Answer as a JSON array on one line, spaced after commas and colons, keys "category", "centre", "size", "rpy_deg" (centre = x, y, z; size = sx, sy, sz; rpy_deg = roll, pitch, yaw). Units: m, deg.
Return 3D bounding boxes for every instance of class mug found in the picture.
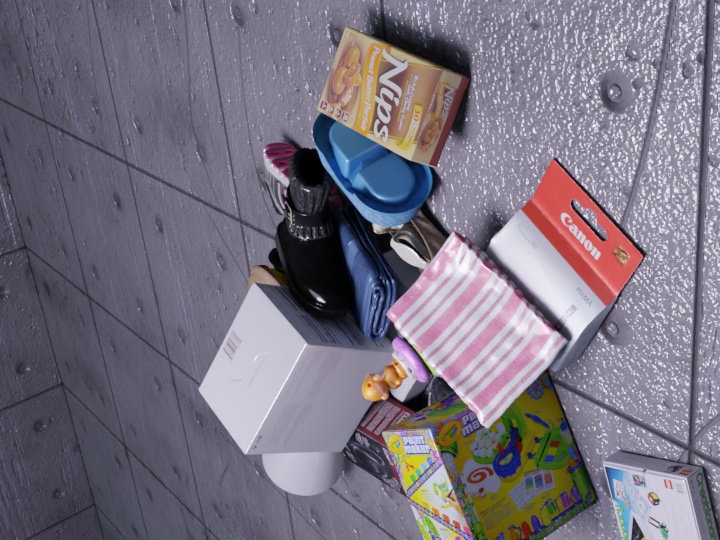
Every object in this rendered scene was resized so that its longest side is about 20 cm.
[{"category": "mug", "centre": [-0.102, 0.276, 1.786], "size": [0.187, 0.148, 0.155], "rpy_deg": [47, 144, 28]}]

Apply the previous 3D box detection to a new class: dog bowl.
[{"category": "dog bowl", "centre": [0.014, -0.142, 1.375], "size": [0.201, 0.110, 0.050], "rpy_deg": [52, 159, 24]}]

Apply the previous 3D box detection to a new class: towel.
[{"category": "towel", "centre": [0.000, 0.000, 1.452], "size": [0.201, 0.048, 0.113], "rpy_deg": [-120, 33, -47]}, {"category": "towel", "centre": [0.135, 0.069, 1.225], "size": [0.147, 0.030, 0.200], "rpy_deg": [-50, 62, 15]}]

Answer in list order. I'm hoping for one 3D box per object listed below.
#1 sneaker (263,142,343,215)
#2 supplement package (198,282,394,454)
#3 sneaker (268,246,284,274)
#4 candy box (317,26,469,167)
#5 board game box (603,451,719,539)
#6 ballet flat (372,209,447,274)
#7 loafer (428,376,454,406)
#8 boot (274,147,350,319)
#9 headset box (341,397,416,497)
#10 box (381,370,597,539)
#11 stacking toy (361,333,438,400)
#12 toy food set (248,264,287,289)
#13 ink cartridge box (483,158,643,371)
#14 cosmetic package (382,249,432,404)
[{"category": "sneaker", "centre": [-0.091, -0.110, 1.595], "size": [0.201, 0.073, 0.088], "rpy_deg": [51, 150, 29]}, {"category": "supplement package", "centre": [-0.088, 0.143, 1.465], "size": [0.147, 0.198, 0.193], "rpy_deg": [45, 113, 37]}, {"category": "sneaker", "centre": [-0.072, 0.028, 1.671], "size": [0.199, 0.075, 0.089], "rpy_deg": [37, 153, 47]}, {"category": "candy box", "centre": [0.037, -0.223, 1.288], "size": [0.199, 0.055, 0.117], "rpy_deg": [35, 110, 43]}, {"category": "board game box", "centre": [0.362, 0.319, 1.193], "size": [0.125, 0.034, 0.203], "rpy_deg": [1, 110, 57]}, {"category": "ballet flat", "centre": [0.058, -0.061, 1.392], "size": [0.200, 0.067, 0.069], "rpy_deg": [48, 145, 30]}, {"category": "loafer", "centre": [0.138, 0.247, 1.478], "size": [0.070, 0.067, 0.204], "rpy_deg": [-133, 29, -63]}, {"category": "boot", "centre": [-0.060, -0.053, 1.422], "size": [0.212, 0.078, 0.159], "rpy_deg": [58, 142, 37]}, {"category": "headset box", "centre": [0.036, 0.262, 1.575], "size": [0.198, 0.077, 0.150], "rpy_deg": [22, 149, 43]}, {"category": "box", "centre": [0.166, 0.250, 1.298], "size": [0.121, 0.198, 0.196], "rpy_deg": [-18, 94, 60]}, {"category": "stacking toy", "centre": [0.082, 0.101, 1.311], "size": [0.116, 0.199, 0.110], "rpy_deg": [46, 173, 33]}, {"category": "toy food set", "centre": [-0.118, 0.077, 1.673], "size": [0.197, 0.048, 0.202], "rpy_deg": [27, 143, 57]}, {"category": "ink cartridge box", "centre": [0.224, -0.001, 1.190], "size": [0.163, 0.056, 0.201], "rpy_deg": [52, 151, 25]}, {"category": "cosmetic package", "centre": [0.062, 0.083, 1.495], "size": [0.152, 0.051, 0.201], "rpy_deg": [53, 147, 20]}]
